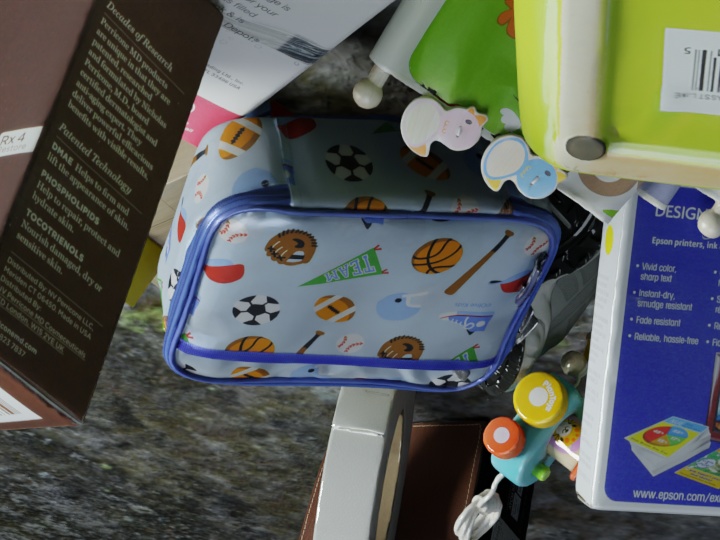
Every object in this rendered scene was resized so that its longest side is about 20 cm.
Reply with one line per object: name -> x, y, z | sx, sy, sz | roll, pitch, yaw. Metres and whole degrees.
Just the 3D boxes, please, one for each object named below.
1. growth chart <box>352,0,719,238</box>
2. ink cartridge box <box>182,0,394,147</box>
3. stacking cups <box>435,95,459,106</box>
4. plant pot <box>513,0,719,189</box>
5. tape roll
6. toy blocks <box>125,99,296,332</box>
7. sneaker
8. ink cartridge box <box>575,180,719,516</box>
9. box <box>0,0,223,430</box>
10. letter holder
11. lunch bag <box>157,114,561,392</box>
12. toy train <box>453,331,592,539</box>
growth chart -> 0.108, -0.093, 0.754 | 0.198, 0.018, 0.146 | 21, 105, -12
ink cartridge box -> -0.073, -0.154, 0.742 | 0.144, 0.085, 0.199 | 28, 149, -23
stacking cups -> 0.038, -0.027, 0.953 | 0.060, 0.061, 0.201 | 11, 145, 4
plant pot -> 0.147, -0.137, 0.582 | 0.198, 0.183, 0.200 | 7, 150, 10
tape roll -> 0.003, 0.141, 1.098 | 0.037, 0.205, 0.203 | 9, 150, 8
toy blocks -> -0.054, -0.032, 0.914 | 0.136, 0.101, 0.200 | -21, 142, 24
sneaker -> 0.107, -0.018, 0.927 | 0.074, 0.079, 0.201 | 45, 141, 19
ink cartridge box -> 0.212, 0.022, 0.825 | 0.195, 0.203, 0.047 | 5, -175, -10
box -> -0.136, -0.039, 0.675 | 0.099, 0.202, 0.075 | -8, 142, 34
letter holder -> 0.033, 0.223, 1.226 | 0.141, 0.202, 0.101 | -4, 147, 29
lunch bag -> 0.000, 0.000, 0.851 | 0.198, 0.076, 0.161 | 5, 136, -18
toy train -> 0.144, 0.096, 1.003 | 0.055, 0.199, 0.151 | 34, 135, 28
